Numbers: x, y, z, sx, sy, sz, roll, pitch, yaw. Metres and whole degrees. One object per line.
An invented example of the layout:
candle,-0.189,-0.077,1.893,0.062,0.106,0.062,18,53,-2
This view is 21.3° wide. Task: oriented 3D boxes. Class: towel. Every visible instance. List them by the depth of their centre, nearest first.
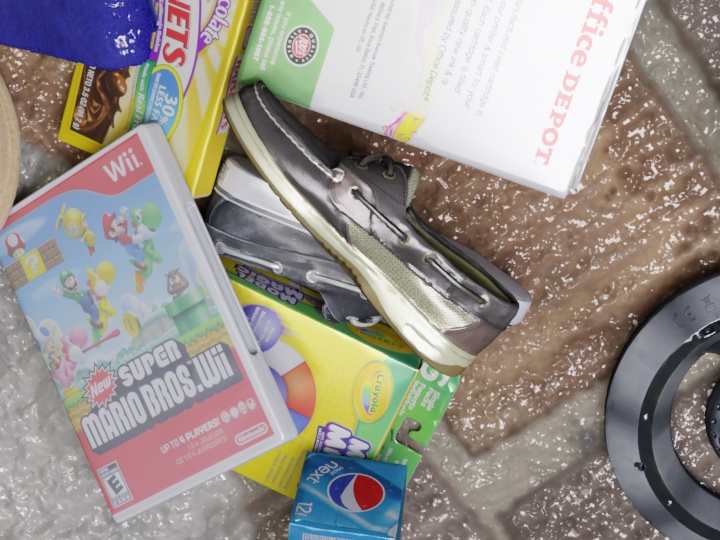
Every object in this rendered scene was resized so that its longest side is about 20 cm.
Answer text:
towel,-0.180,-0.218,1.069,0.148,0.050,0.200,17,125,29

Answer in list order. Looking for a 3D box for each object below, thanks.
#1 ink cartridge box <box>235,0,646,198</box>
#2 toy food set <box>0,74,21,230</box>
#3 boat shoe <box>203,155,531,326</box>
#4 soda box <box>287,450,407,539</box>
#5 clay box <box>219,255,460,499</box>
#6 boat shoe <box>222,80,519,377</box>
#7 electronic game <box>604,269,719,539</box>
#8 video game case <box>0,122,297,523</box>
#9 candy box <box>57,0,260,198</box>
ink cartridge box,0.050,-0.146,1.077,0.200,0.084,0.145,20,107,1
toy food set,-0.303,-0.070,1.140,0.200,0.049,0.198,23,88,-9
boat shoe,0.000,0.000,1.130,0.200,0.072,0.068,22,103,3
soda box,-0.013,0.209,1.164,0.064,0.068,0.200,8,125,3
clay box,-0.050,0.069,1.168,0.200,0.048,0.115,25,109,0
boat shoe,0.008,-0.033,1.056,0.066,0.072,0.201,-40,96,11
electronic game,0.245,0.087,1.142,0.200,0.042,0.200,1,113,2
video game case,-0.132,0.033,1.127,0.143,0.017,0.200,-28,83,32
candy box,-0.107,-0.152,1.109,0.102,0.026,0.200,23,108,19
